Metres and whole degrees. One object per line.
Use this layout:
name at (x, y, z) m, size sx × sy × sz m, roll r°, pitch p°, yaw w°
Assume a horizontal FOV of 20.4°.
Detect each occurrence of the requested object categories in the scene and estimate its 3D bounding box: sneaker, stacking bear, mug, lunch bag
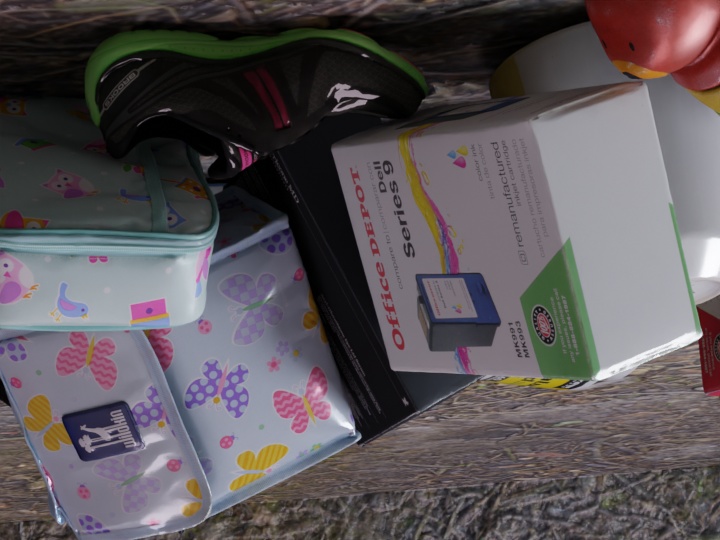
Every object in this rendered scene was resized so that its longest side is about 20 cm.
sneaker at (-0.059, -0.094, 1.163) m, size 0.198 × 0.085 × 0.077 m, roll -2°, pitch 168°, yaw -5°
stacking bear at (0.204, -0.125, 1.053) m, size 0.199 × 0.115 × 0.121 m, roll 16°, pitch -173°, yaw -29°
mug at (0.157, -0.050, 1.216) m, size 0.148 × 0.155 × 0.187 m, roll -4°, pitch 163°, yaw -24°
lunch bag at (-0.164, -0.041, 1.186) m, size 0.159 × 0.078 × 0.200 m, roll 0°, pitch -151°, yaw -13°
lunch bag at (-0.121, 0.068, 1.273) m, size 0.199 × 0.171 × 0.127 m, roll -23°, pitch -158°, yaw -15°

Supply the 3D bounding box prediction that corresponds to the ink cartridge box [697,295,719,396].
ink cartridge box at (0.356, 0.012, 1.584) m, size 0.083 × 0.147 × 0.200 m, roll 5°, pitch 164°, yaw -30°

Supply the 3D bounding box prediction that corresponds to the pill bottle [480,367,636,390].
pill bottle at (0.162, 0.048, 1.767) m, size 0.199 × 0.112 × 0.111 m, roll 8°, pitch 163°, yaw -42°

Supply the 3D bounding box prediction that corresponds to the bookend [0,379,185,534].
bookend at (-0.168, 0.052, 1.387) m, size 0.199 × 0.092 × 0.199 m, roll 35°, pitch 148°, yaw 13°

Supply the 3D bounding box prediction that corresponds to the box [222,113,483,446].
box at (0.000, 0.000, 1.301) m, size 0.078 × 0.201 × 0.141 m, roll -27°, pitch 175°, yaw -18°

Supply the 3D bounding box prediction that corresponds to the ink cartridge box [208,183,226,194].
ink cartridge box at (-0.106, 0.013, 1.538) m, size 0.067 × 0.116 × 0.200 m, roll -2°, pitch 168°, yaw -3°

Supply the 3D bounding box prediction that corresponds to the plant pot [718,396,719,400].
plant pot at (0.445, 0.116, 1.979) m, size 0.197 × 0.183 × 0.200 m, roll -5°, pitch 166°, yaw 10°

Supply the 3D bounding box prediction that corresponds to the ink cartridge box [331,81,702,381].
ink cartridge box at (0.083, -0.020, 1.129) m, size 0.087 × 0.147 × 0.199 m, roll -20°, pitch -170°, yaw -29°
